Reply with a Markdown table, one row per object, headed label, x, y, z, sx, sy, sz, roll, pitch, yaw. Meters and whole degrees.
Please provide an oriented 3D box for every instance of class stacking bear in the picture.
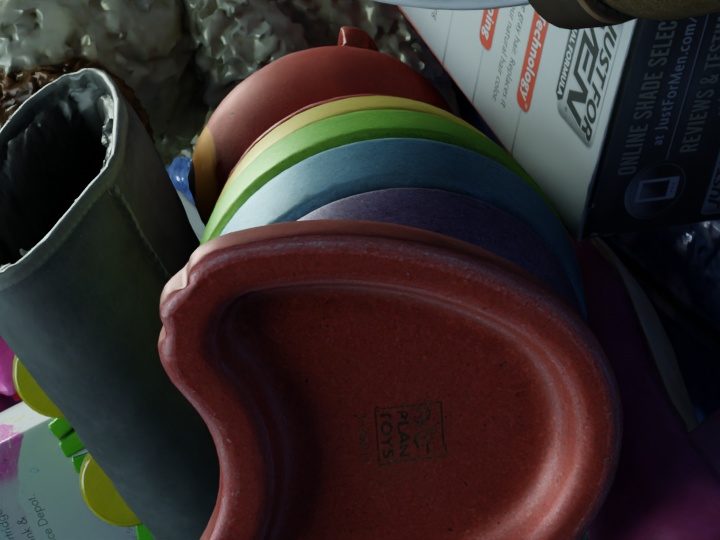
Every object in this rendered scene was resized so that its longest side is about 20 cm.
| label | x | y | z | sx | sy | sz | roll | pitch | yaw |
| --- | --- | --- | --- | --- | --- | --- | --- | --- | --- |
| stacking bear | 0.000 | 0.000 | 0.744 | 0.200 | 0.113 | 0.122 | -104 | 8 | -63 |

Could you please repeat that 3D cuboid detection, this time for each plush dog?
| label | x | y | z | sx | sy | sz | roll | pitch | yaw |
| --- | --- | --- | --- | --- | --- | --- | --- | --- | --- |
| plush dog | -0.065 | -0.081 | 0.907 | 0.200 | 0.171 | 0.161 | -134 | 42 | -53 |

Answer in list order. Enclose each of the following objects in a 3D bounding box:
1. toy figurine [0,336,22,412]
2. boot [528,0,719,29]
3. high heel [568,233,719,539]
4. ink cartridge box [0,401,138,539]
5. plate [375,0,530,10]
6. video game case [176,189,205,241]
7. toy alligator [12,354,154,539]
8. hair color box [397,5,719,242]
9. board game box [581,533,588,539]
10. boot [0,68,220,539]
| label | x | y | z | sx | sy | sz | roll | pitch | yaw |
| --- | --- | --- | --- | --- | --- | --- | --- | --- | --- |
| toy figurine | -0.130 | 0.081 | 1.064 | 0.184 | 0.150 | 0.200 | 73 | 172 | -63 |
| boot | 0.067 | -0.156 | 0.605 | 0.075 | 0.074 | 0.201 | 1 | 107 | 41 |
| high heel | 0.058 | 0.047 | 0.766 | 0.200 | 0.096 | 0.067 | 35 | 165 | 50 |
| ink cartridge box | -0.124 | 0.116 | 0.951 | 0.117 | 0.200 | 0.067 | 67 | 161 | -10 |
| plate | 0.031 | -0.163 | 0.692 | 0.026 | 0.200 | 0.201 | 28 | -133 | -74 |
| video game case | -0.022 | 0.081 | 0.974 | 0.143 | 0.018 | 0.200 | 41 | 152 | 48 |
| toy alligator | -0.090 | 0.017 | 0.890 | 0.200 | 0.054 | 0.059 | 59 | -175 | -7 |
| hair color box | 0.052 | -0.109 | 0.777 | 0.200 | 0.061 | 0.102 | -122 | 34 | -43 |
| board game box | 0.093 | 0.176 | 0.823 | 0.135 | 0.028 | 0.201 | 146 | 114 | -63 |
| boot | -0.053 | 0.066 | 0.788 | 0.182 | 0.072 | 0.200 | -94 | -14 | -50 |
